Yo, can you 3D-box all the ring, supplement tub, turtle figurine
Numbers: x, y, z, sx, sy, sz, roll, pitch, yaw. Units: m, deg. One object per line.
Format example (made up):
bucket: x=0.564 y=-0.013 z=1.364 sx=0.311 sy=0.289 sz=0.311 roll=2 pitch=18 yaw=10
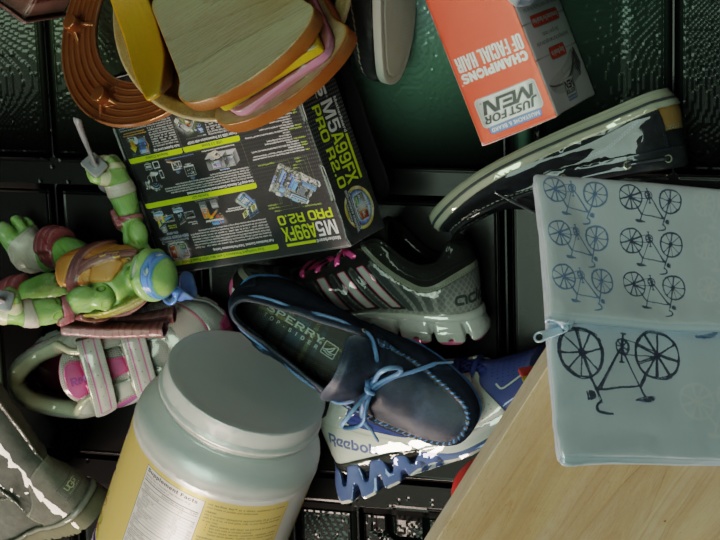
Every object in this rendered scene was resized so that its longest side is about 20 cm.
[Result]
ring: x=-0.150 y=-0.199 z=1.417 sx=0.200 sy=0.019 sz=0.201 roll=-17 pitch=61 yaw=32
supplement tub: x=-0.114 y=0.161 z=1.469 sx=0.145 sy=0.145 sz=0.201 roll=28 pitch=120 yaw=12
turtle figurine: x=-0.237 y=-0.024 z=1.458 sx=0.194 sy=0.200 sz=0.145 roll=-8 pitch=73 yaw=46

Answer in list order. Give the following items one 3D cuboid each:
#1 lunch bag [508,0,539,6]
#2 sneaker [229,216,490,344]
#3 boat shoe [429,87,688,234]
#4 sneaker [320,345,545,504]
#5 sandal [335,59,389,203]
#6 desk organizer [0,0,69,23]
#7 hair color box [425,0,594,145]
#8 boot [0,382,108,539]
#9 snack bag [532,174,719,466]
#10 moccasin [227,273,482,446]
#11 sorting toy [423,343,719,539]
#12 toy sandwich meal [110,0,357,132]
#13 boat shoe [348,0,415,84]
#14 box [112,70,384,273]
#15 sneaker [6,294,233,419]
lunch bag: x=0.164 y=-0.253 z=1.256 sx=0.169 sy=0.200 sz=0.128 roll=-21 pitch=95 yaw=23
sneaker: x=0.000 y=0.000 z=1.445 sx=0.199 sy=0.074 sz=0.088 roll=5 pitch=105 yaw=14
boat shoe: x=0.141 y=-0.064 z=1.379 sx=0.199 sy=0.075 sz=0.062 roll=-23 pitch=88 yaw=18
sneaker: x=0.039 y=0.088 z=1.446 sx=0.199 sy=0.081 sz=0.115 roll=-27 pitch=95 yaw=25
sandal: x=-0.035 y=-0.137 z=1.422 sx=0.045 sy=0.075 sz=0.201 roll=-24 pitch=98 yaw=-21
desk organizer: x=-0.301 y=-0.279 z=1.488 sx=0.200 sy=0.072 sz=0.077 roll=36 pitch=109 yaw=9
hair color box: x=0.089 y=-0.197 z=1.345 sx=0.064 sy=0.111 sz=0.201 roll=-21 pitch=94 yaw=24
boot: x=-0.311 y=0.134 z=1.536 sx=0.182 sy=0.073 sz=0.200 roll=-25 pitch=120 yaw=42
snack bag: x=0.200 y=0.038 z=1.304 sx=0.021 sy=0.188 sz=0.201 roll=-25 pitch=64 yaw=60
moccasin: x=-0.011 y=0.074 z=1.387 sx=0.199 sy=0.068 sz=0.081 roll=25 pitch=104 yaw=10
sorting toy: x=0.166 y=0.147 z=1.380 sx=0.198 sy=0.070 sz=0.200 roll=22 pitch=113 yaw=-21
toy sandwich meal: x=-0.094 y=-0.189 z=1.317 sx=0.204 sy=0.070 sz=0.206 roll=-6 pitch=74 yaw=22
boat shoe: x=0.000 y=-0.233 z=1.389 sx=0.060 sy=0.074 sz=0.201 roll=0 pitch=100 yaw=20
box: x=-0.091 y=-0.087 z=1.430 sx=0.200 sy=0.044 sz=0.161 roll=-9 pitch=106 yaw=42
sneaker: x=-0.192 y=0.076 z=1.522 sx=0.199 sy=0.088 sz=0.082 roll=-18 pitch=96 yaw=22
